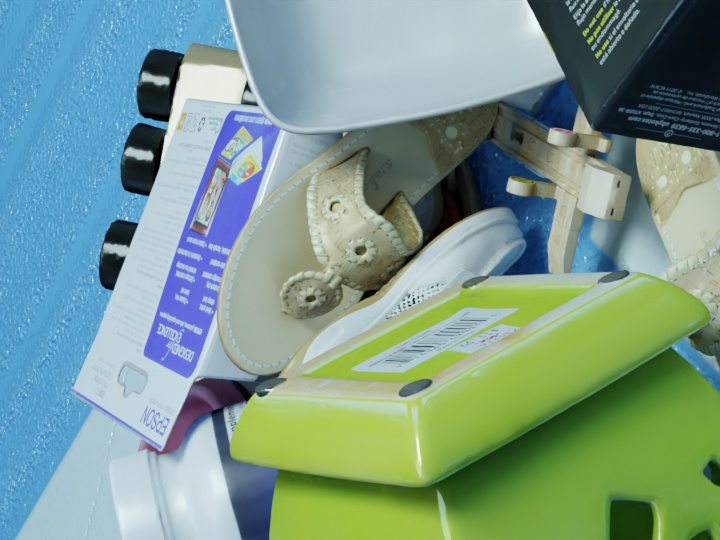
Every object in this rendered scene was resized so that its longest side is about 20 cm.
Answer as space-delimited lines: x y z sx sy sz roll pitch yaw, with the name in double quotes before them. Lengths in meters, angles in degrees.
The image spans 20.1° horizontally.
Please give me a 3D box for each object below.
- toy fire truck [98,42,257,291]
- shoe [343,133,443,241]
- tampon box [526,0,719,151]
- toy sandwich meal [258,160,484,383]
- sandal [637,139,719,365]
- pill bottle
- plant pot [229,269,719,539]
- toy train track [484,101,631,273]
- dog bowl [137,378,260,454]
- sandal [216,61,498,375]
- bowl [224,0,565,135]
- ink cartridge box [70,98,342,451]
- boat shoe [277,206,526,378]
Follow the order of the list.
"toy fire truck" -0.107 -0.052 1.387 0.200 0.128 0.177 30 -109 -77
"shoe" -0.007 -0.109 1.178 0.070 0.053 0.201 -32 69 28
"tampon box" 0.155 -0.169 0.932 0.126 0.149 0.201 -55 42 37
"toy sandwich meal" 0.000 0.000 1.233 0.205 0.070 0.207 -14 74 57
"sandal" 0.162 0.002 0.956 0.078 0.069 0.213 -55 42 39
"pill bottle" -0.033 0.123 1.125 0.116 0.199 0.116 164 90 -88
"plant pot" 0.066 0.109 0.932 0.199 0.199 0.183 -1 112 58
"toy train track" 0.091 -0.064 1.089 0.200 0.032 0.115 -134 53 -68
"dog bowl" -0.088 0.159 1.350 0.200 0.073 0.202 -12 75 58
"sandal" 0.005 -0.034 1.074 0.212 0.078 0.070 -49 16 -15
"bowl" 0.025 -0.175 1.071 0.075 0.199 0.201 54 -157 -85
"ink cartridge box" -0.093 0.000 1.184 0.198 0.043 0.201 17 85 67
"boat shoe" 0.035 0.037 1.072 0.069 0.200 0.071 41 141 12
